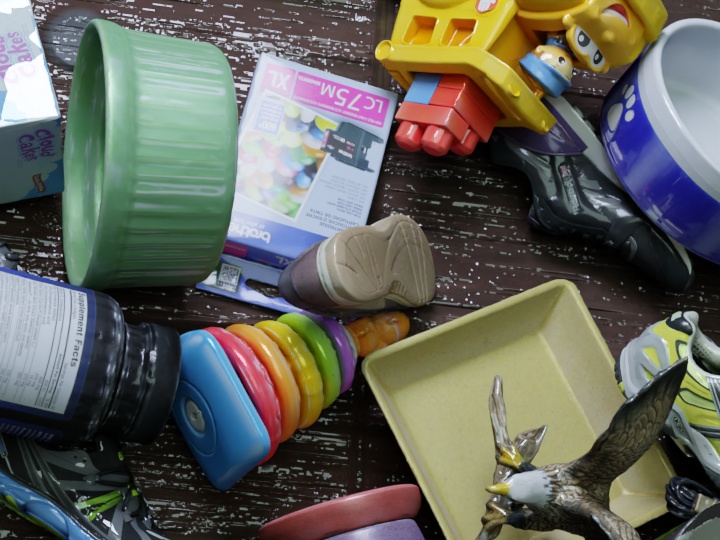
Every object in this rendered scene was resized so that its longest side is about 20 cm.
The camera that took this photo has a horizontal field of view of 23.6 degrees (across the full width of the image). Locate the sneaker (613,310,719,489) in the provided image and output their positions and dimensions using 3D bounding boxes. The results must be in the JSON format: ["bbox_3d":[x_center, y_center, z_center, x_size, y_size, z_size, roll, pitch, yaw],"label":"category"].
[{"bbox_3d":[0.281,0.112,1.261,0.200,0.076,0.075,38,35,1],"label":"sneaker"}]

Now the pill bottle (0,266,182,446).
[{"bbox_3d":[-0.231,0.059,1.190,0.200,0.112,0.112,15,67,-21],"label":"pill bottle"}]

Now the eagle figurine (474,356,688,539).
[{"bbox_3d":[0.155,0.149,1.167,0.151,0.200,0.152,-32,102,-37],"label":"eagle figurine"}]

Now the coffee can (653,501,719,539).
[{"bbox_3d":[0.248,0.252,1.222,0.146,0.200,0.147,4,69,-11],"label":"coffee can"}]

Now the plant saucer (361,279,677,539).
[{"bbox_3d":[0.118,0.129,1.312,0.200,0.048,0.200,-20,75,-26],"label":"plant saucer"}]

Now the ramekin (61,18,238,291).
[{"bbox_3d":[-0.156,-0.080,1.267,0.098,0.200,0.200,3,70,-18],"label":"ramekin"}]

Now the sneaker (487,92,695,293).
[{"bbox_3d":[0.183,-0.047,1.399,0.088,0.076,0.200,-38,79,-4],"label":"sneaker"}]

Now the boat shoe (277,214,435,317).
[{"bbox_3d":[0.000,0.000,1.289,0.065,0.200,0.072,-12,89,22],"label":"boat shoe"}]

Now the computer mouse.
[{"bbox_3d":[0.265,0.127,1.332,0.110,0.044,0.200,17,41,-22],"label":"computer mouse"}]

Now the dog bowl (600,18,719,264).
[{"bbox_3d":[0.294,-0.102,1.384,0.200,0.079,0.200,20,47,-23],"label":"dog bowl"}]

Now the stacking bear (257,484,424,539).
[{"bbox_3d":[0.013,0.263,1.224,0.121,0.114,0.200,-12,78,-15],"label":"stacking bear"}]

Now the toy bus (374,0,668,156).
[{"bbox_3d":[0.112,-0.168,1.348,0.200,0.136,0.192,9,66,41],"label":"toy bus"}]

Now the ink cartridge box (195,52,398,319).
[{"bbox_3d":[-0.049,-0.065,1.365,0.119,0.042,0.200,16,70,-5],"label":"ink cartridge box"}]

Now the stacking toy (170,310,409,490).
[{"bbox_3d":[-0.043,0.070,1.293,0.200,0.116,0.110,-24,79,-30],"label":"stacking toy"}]

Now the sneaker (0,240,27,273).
[{"bbox_3d":[-0.298,-0.013,1.278,0.098,0.071,0.201,-7,74,-14],"label":"sneaker"}]

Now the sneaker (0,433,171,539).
[{"bbox_3d":[-0.183,0.165,1.235,0.199,0.071,0.083,32,73,5],"label":"sneaker"}]

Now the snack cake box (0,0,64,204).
[{"bbox_3d":[-0.279,-0.164,1.300,0.067,0.115,0.200,-12,67,-16],"label":"snack cake box"}]
